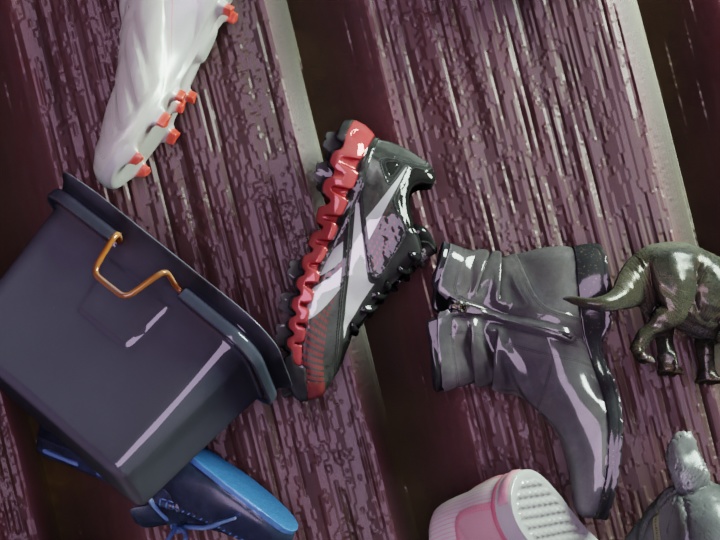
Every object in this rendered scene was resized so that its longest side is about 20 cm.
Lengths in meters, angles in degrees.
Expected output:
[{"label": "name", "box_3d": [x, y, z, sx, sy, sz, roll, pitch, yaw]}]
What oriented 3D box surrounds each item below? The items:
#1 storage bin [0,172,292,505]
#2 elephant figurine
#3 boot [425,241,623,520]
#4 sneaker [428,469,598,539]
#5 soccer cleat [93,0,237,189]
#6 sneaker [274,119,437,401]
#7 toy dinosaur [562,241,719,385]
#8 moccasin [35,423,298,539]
[{"label": "storage bin", "box_3d": [-0.166, 0.052, 1.347, 0.200, 0.146, 0.134, 37, 75, 17]}, {"label": "elephant figurine", "box_3d": [0.275, 0.223, 1.381, 0.199, 0.142, 0.155, 11, 130, -30]}, {"label": "boot", "box_3d": [0.111, 0.079, 1.411, 0.131, 0.070, 0.202, -3, 76, -5]}, {"label": "sneaker", "box_3d": [0.123, 0.227, 1.412, 0.104, 0.076, 0.201, -21, 115, 37]}, {"label": "soccer cleat", "box_3d": [-0.147, -0.153, 1.427, 0.077, 0.069, 0.201, 26, 81, 6]}, {"label": "sneaker", "box_3d": [0.000, 0.000, 1.414, 0.097, 0.071, 0.202, 16, 87, 3]}, {"label": "toy dinosaur", "box_3d": [0.229, 0.021, 1.405, 0.198, 0.077, 0.103, 6, 74, -9]}, {"label": "moccasin", "box_3d": [-0.137, 0.151, 1.416, 0.199, 0.080, 0.068, 30, 92, 16]}]
